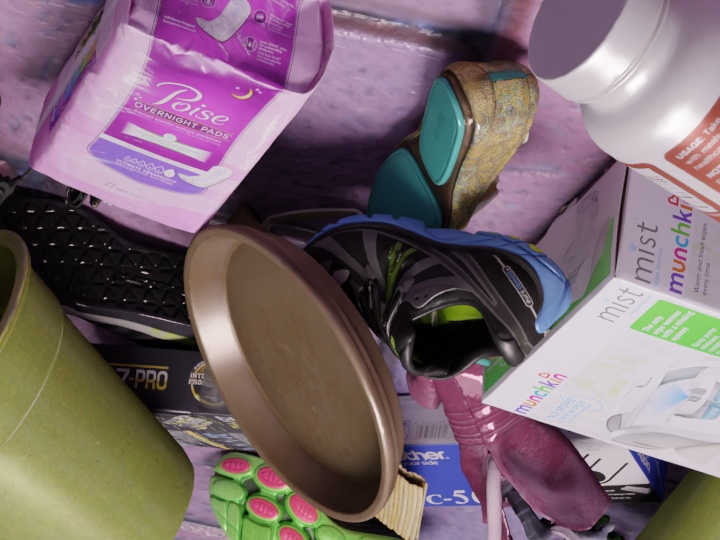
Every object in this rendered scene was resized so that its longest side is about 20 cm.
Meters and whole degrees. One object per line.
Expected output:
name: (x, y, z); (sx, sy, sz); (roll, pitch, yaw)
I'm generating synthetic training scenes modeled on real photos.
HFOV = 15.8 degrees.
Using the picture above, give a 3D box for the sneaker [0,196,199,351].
sneaker: (-0.170, 0.018, 1.724); (0.199, 0.072, 0.083); (23, 150, -18)

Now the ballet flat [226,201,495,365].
ballet flat: (0.000, 0.000, 1.627); (0.199, 0.073, 0.068); (16, 174, 17)

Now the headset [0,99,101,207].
headset: (-0.250, -0.065, 1.572); (0.199, 0.124, 0.094); (-1, 156, -19)

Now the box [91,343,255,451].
box: (-0.131, 0.089, 1.796); (0.160, 0.049, 0.200); (6, 170, 14)

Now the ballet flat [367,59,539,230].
ballet flat: (0.058, -0.063, 1.519); (0.070, 0.071, 0.200); (16, 152, -7)

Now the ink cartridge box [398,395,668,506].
ink cartridge box: (0.109, 0.127, 1.836); (0.199, 0.044, 0.094); (-4, 146, 27)

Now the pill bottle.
pill bottle: (0.189, -0.091, 1.365); (0.199, 0.113, 0.112); (29, 146, -27)

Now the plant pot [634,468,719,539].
plant pot: (0.257, 0.218, 1.777); (0.199, 0.200, 0.191); (19, 116, -13)

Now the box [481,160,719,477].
box: (0.194, 0.028, 1.588); (0.175, 0.097, 0.200); (18, 151, -15)

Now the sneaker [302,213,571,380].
sneaker: (0.028, 0.018, 1.510); (0.199, 0.083, 0.071); (5, 142, 41)

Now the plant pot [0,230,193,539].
plant pot: (-0.211, 0.113, 1.623); (0.199, 0.201, 0.190); (-21, 127, 44)

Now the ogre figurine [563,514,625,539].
ogre figurine: (0.196, 0.250, 1.975); (0.119, 0.098, 0.201); (29, 135, 5)

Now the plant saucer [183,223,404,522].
plant saucer: (-0.038, 0.058, 1.560); (0.200, 0.029, 0.201); (40, 147, 33)

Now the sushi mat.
sushi mat: (0.005, 0.149, 1.867); (0.095, 0.012, 0.200); (35, 166, 9)

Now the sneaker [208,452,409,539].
sneaker: (-0.030, 0.207, 1.988); (0.199, 0.077, 0.084); (31, 176, -4)

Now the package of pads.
package of pads: (-0.105, -0.103, 1.491); (0.120, 0.076, 0.200); (18, 150, -16)

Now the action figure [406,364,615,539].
action figure: (0.078, 0.099, 1.696); (0.133, 0.149, 0.201); (-20, 106, 30)
